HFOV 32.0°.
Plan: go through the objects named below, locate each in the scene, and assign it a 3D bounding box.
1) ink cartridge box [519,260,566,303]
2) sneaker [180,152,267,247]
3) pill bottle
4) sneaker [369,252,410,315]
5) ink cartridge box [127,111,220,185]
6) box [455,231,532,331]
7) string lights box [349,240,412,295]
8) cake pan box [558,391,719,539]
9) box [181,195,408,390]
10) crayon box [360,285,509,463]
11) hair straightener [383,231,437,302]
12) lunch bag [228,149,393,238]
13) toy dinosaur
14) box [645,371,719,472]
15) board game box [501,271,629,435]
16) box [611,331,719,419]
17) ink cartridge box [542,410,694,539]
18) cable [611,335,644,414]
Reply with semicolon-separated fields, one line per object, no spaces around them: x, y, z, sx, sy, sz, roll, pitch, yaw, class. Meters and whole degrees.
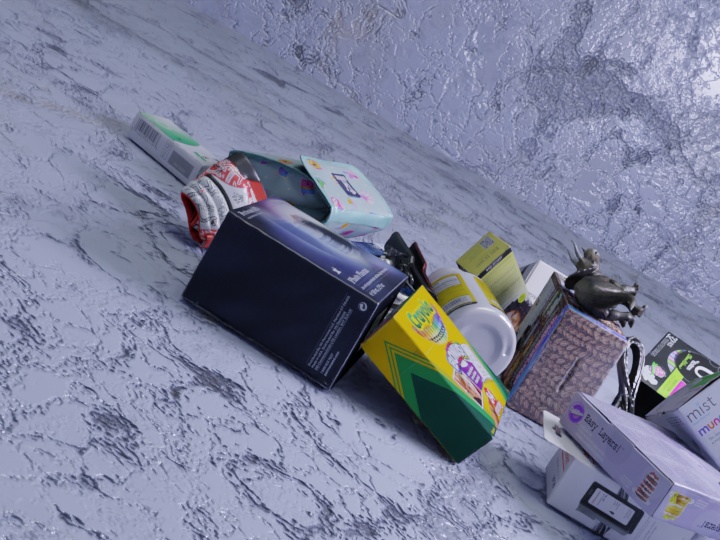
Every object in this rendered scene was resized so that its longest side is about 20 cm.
0.320;0.058;2.090;0.144;0.084;0.200;31;-3;0;ink cartridge box
-0.152;-0.040;1.606;0.202;0.108;0.067;62;-22;-11;sneaker
0.139;0.066;1.731;0.111;0.111;0.200;26;15;-16;pill bottle
0.000;0.000;1.635;0.200;0.088;0.076;46;2;0;sneaker
-0.237;-0.171;1.925;0.161;0.050;0.200;38;18;28;ink cartridge box
0.209;0.033;1.895;0.050;0.075;0.200;41;-12;40;box
0.007;0.007;1.776;0.103;0.059;0.200;38;15;25;string lights box
0.344;0.226;1.436;0.184;0.052;0.200;25;13;-36;cake pan box
-0.070;0.017;1.449;0.198;0.123;0.200;31;13;5;box
0.092;0.115;1.461;0.173;0.058;0.200;52;15;0;crayon box
0.058;0.001;1.730;0.077;0.041;0.200;30;23;-22;hair straightener
-0.073;-0.099;1.771;0.200;0.122;0.170;14;5;31;lunch bag
0.322;0.036;1.676;0.102;0.077;0.200;19;20;-2;toy dinosaur
0.461;0.224;1.576;0.177;0.097;0.200;55;-4;9;box
0.279;0.114;1.757;0.097;0.160;0.200;29;14;-5;board game box
0.471;0.213;1.787;0.200;0.125;0.148;36;39;18;box
0.281;0.254;1.455;0.200;0.068;0.116;32;13;1;ink cartridge box
0.361;0.187;1.683;0.097;0.200;0.050;37;-24;-21;cable
